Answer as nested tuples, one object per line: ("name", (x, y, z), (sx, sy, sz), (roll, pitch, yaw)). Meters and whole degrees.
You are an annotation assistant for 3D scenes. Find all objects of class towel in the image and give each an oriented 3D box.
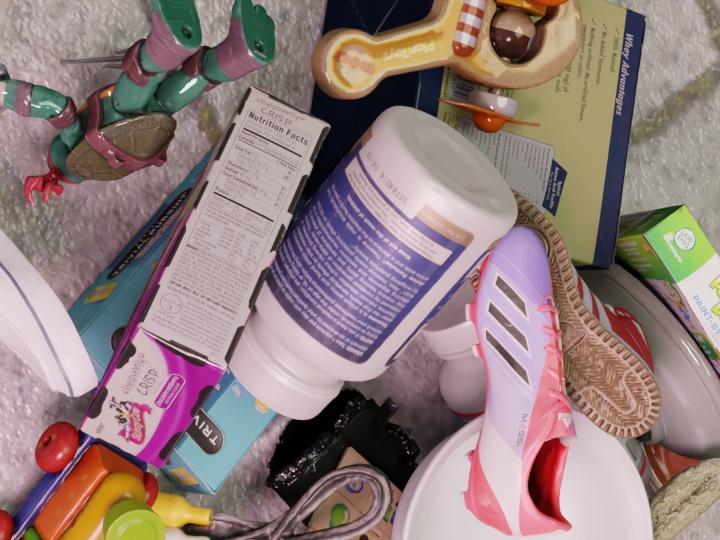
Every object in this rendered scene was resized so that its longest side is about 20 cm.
("towel", (0.196, 0.212, 1.439), (0.200, 0.148, 0.036), (-40, 79, -2))

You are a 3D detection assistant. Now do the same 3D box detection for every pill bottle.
("pill bottle", (0.000, 0.000, 1.240), (0.111, 0.111, 0.200), (25, 118, -33))
("pill bottle", (0.128, 0.100, 1.441), (0.109, 0.109, 0.200), (-43, 111, -30))

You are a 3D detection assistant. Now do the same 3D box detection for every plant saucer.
("plant saucer", (0.208, 0.077, 1.459), (0.050, 0.200, 0.200), (-36, 110, -11))

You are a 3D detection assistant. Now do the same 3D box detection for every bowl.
("bowl", (0.097, 0.189, 1.327), (0.201, 0.090, 0.201), (1, 88, -27))

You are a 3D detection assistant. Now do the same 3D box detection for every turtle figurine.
("turtle figurine", (-0.153, -0.110, 1.209), (0.150, 0.200, 0.101), (-23, 86, -54))

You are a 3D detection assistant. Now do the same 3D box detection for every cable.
("cable", (-0.076, 0.182, 1.259), (0.050, 0.200, 0.097), (16, 65, -73))

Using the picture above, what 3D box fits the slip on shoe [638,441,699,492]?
("slip on shoe", (0.262, 0.098, 1.571), (0.074, 0.061, 0.200), (-4, 91, -38))

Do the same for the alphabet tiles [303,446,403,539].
("alphabet tiles", (0.022, 0.248, 1.329), (0.200, 0.008, 0.167), (45, 56, -27))

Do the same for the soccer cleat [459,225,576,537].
("soccer cleat", (0.111, 0.072, 1.235), (0.067, 0.076, 0.200), (4, 92, -50))

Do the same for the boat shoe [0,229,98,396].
("boat shoe", (-0.238, 0.010, 1.167), (0.065, 0.074, 0.200), (-35, 68, -19))

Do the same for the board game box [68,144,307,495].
("board game box", (-0.099, 0.029, 1.317), (0.151, 0.047, 0.200), (51, 61, -23))

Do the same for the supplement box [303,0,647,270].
("supplement box", (0.082, -0.113, 1.401), (0.200, 0.134, 0.200), (15, 80, -34))

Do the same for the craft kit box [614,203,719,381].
("craft kit box", (0.251, 0.046, 1.441), (0.048, 0.200, 0.198), (-37, 95, -7))

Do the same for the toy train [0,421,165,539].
("toy train", (-0.151, 0.140, 1.196), (0.085, 0.116, 0.200), (37, 91, -31))

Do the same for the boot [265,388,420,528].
("boot", (-0.013, 0.194, 1.356), (0.198, 0.073, 0.163), (-49, 118, -35))

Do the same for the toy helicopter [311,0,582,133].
("toy helicopter", (0.061, -0.145, 1.276), (0.200, 0.079, 0.132), (-17, 107, -23))

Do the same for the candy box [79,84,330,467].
("candy box", (-0.095, 0.003, 1.175), (0.061, 0.136, 0.200), (27, 52, -7))

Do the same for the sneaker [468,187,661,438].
("sneaker", (0.137, 0.024, 1.331), (0.071, 0.112, 0.200), (-36, 90, 10))
